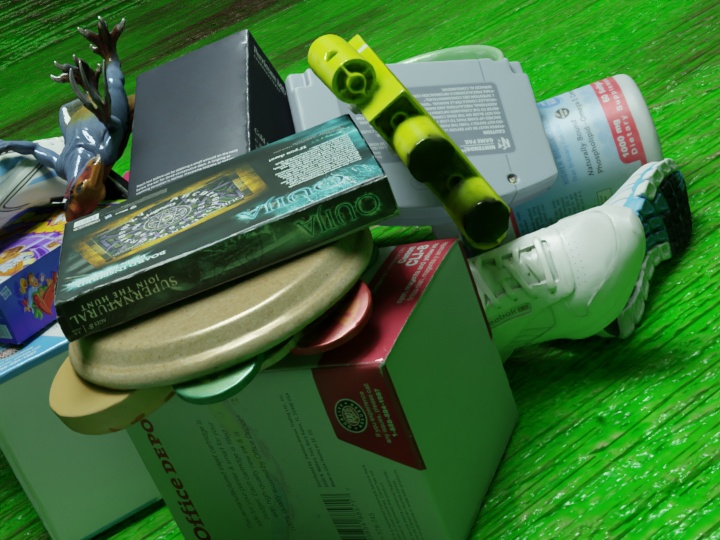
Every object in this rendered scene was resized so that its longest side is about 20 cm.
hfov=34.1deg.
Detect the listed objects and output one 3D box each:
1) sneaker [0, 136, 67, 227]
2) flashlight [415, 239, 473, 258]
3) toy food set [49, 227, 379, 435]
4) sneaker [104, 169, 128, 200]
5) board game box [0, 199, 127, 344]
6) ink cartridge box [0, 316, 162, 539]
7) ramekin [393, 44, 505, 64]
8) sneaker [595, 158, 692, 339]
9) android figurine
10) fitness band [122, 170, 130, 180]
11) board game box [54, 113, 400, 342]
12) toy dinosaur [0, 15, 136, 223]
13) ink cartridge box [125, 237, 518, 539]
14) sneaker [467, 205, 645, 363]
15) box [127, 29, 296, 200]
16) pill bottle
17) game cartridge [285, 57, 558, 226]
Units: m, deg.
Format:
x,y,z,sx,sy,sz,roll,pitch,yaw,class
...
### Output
x,y,z,sx,sy,sz,roll,pitch,yaw,class
-0.263,-0.078,0.906,0.072,0.073,0.200,-8,19,30,sneaker
0.000,0.000,1.011,0.199,0.068,0.068,-3,-8,30,flashlight
-0.080,0.018,0.696,0.197,0.049,0.200,-12,26,21,toy food set
-0.171,-0.017,1.037,0.076,0.200,0.088,-33,13,30,sneaker
-0.273,-0.002,0.898,0.200,0.045,0.134,1,30,42,board game box
-0.212,0.083,0.904,0.146,0.146,0.200,-28,24,-16,ink cartridge box
0.067,-0.149,1.219,0.199,0.098,0.200,-18,24,8,ramekin
0.187,-0.022,0.894,0.086,0.075,0.200,-7,27,42,sneaker
0.034,-0.093,0.804,0.041,0.182,0.200,-42,33,7,android figurine
-0.169,-0.053,1.171,0.037,0.143,0.200,-54,24,5,fitness band
-0.084,-0.030,0.705,0.199,0.028,0.135,-21,25,-1,board game box
-0.190,-0.100,0.882,0.105,0.200,0.182,-31,59,29,toy dinosaur
-0.026,0.084,0.752,0.199,0.146,0.145,-7,29,28,ink cartridge box
0.101,0.019,0.791,0.200,0.075,0.099,-35,-30,33,sneaker
-0.084,-0.044,0.912,0.104,0.200,0.183,-18,48,16,box
0.151,-0.086,1.007,0.199,0.109,0.109,-19,24,6,pill bottle
0.049,-0.100,0.920,0.199,0.041,0.134,-6,63,-16,game cartridge
